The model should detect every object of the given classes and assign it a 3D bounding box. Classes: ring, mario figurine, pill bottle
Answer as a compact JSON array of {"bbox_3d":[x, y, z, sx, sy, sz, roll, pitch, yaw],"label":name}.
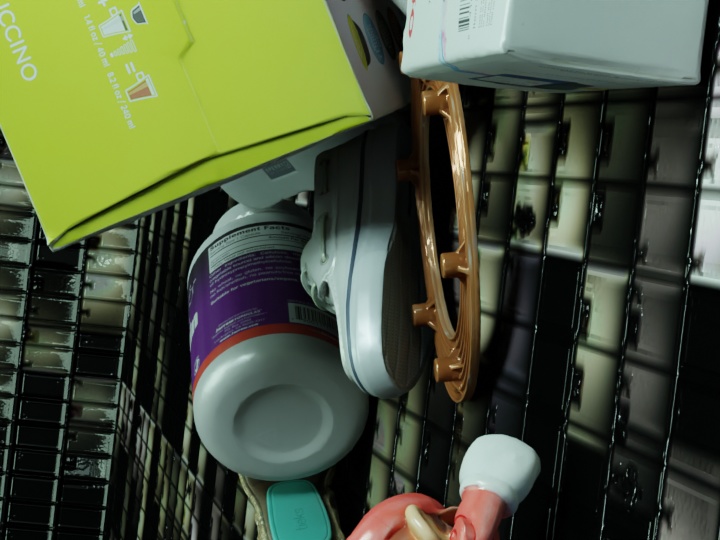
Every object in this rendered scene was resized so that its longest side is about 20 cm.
[{"bbox_3d":[0.038,-0.030,1.212,0.200,0.019,0.201,174,90,-85],"label":"ring"},{"bbox_3d":[0.064,0.153,0.999,0.123,0.106,0.200,-46,26,1],"label":"mario figurine"},{"bbox_3d":[-0.057,0.038,1.532,0.200,0.112,0.113,-99,19,-55],"label":"pill bottle"}]

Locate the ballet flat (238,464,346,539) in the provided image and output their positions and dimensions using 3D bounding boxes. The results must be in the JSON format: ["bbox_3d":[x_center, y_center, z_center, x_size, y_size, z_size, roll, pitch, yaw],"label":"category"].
[{"bbox_3d":[-0.045,0.156,1.540,0.200,0.070,0.065,-95,1,-60],"label":"ballet flat"}]

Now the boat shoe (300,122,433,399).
[{"bbox_3d":[0.000,0.000,1.323,0.200,0.067,0.074,-83,-29,-48],"label":"boat shoe"}]

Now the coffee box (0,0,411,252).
[{"bbox_3d":[-0.098,-0.148,1.311,0.198,0.200,0.200,-37,-75,-75],"label":"coffee box"}]

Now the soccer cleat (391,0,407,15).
[{"bbox_3d":[0.059,-0.150,1.208,0.077,0.067,0.200,60,170,-18],"label":"soccer cleat"}]

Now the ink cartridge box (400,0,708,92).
[{"bbox_3d":[0.082,-0.151,0.977,0.200,0.087,0.146,-168,85,-77],"label":"ink cartridge box"}]

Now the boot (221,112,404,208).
[{"bbox_3d":[-0.016,-0.099,1.508,0.096,0.074,0.200,-49,23,-28],"label":"boot"}]
